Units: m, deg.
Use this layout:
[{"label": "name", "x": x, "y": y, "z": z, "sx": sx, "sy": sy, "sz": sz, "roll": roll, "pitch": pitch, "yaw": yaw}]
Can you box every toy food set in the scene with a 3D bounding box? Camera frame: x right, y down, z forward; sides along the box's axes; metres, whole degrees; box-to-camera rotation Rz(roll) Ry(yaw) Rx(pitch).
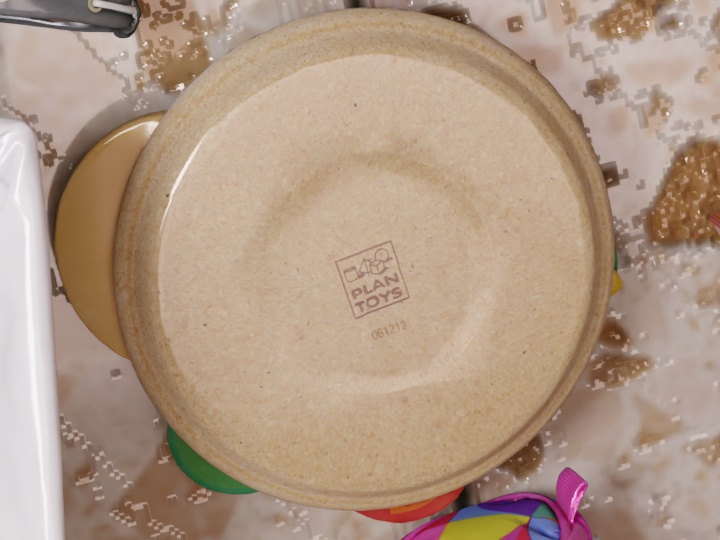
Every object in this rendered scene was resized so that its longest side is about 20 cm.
[{"label": "toy food set", "x": 0.000, "y": 0.000, "z": 1.135, "sx": 0.200, "sy": 0.049, "sz": 0.198, "roll": -36, "pitch": 106, "yaw": -1}]

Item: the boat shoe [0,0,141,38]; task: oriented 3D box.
[{"label": "boat shoe", "x": -0.177, "y": -0.099, "z": 1.068, "sx": 0.199, "sy": 0.072, "sz": 0.068, "roll": -9, "pitch": 100, "yaw": -10}]

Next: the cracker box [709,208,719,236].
[{"label": "cracker box", "x": 0.246, "y": 0.027, "z": 1.179, "sx": 0.134, "sy": 0.058, "sz": 0.200, "roll": -33, "pitch": 105, "yaw": 0}]

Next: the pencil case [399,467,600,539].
[{"label": "pencil case", "x": 0.076, "y": 0.184, "z": 1.174, "sx": 0.088, "sy": 0.088, "sz": 0.201, "roll": -19, "pitch": 107, "yaw": -5}]

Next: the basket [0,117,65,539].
[{"label": "basket", "x": -0.179, "y": 0.048, "z": 1.058, "sx": 0.135, "sy": 0.123, "sz": 0.201, "roll": -3, "pitch": 92, "yaw": -12}]
